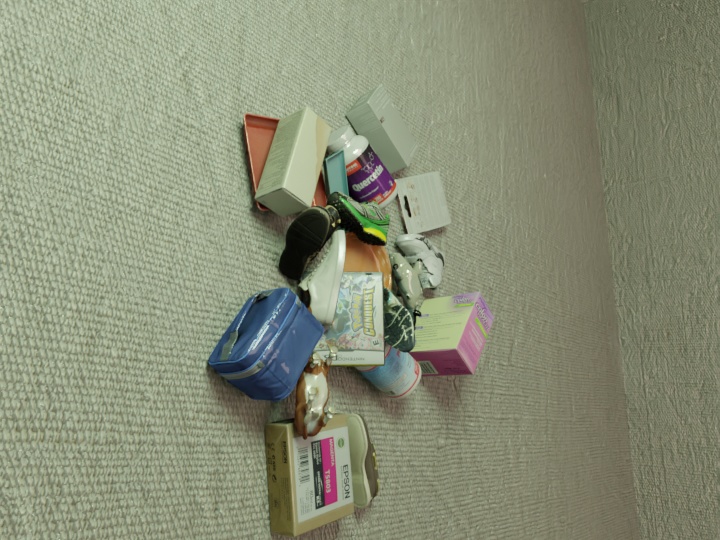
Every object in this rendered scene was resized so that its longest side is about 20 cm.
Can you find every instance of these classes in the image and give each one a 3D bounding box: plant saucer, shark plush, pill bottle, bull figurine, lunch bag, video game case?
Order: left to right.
[{"bbox_3d":[-0.171,0.121,0.976,0.132,0.136,0.200,50,49,-29],"label":"lunch bag"},{"bbox_3d":[-0.164,-0.221,1.142,0.200,0.037,0.201,-6,86,-48],"label":"plant saucer"},{"bbox_3d":[-0.088,0.210,1.004,0.065,0.122,0.201,9,55,-20],"label":"bull figurine"},{"bbox_3d":[-0.052,-0.169,1.214,0.070,0.019,0.201,-43,136,-44],"label":"plant saucer"},{"bbox_3d":[-0.039,0.101,1.129,0.180,0.026,0.201,1,78,-6],"label":"video game case"},{"bbox_3d":[-0.003,-0.238,1.269,0.200,0.112,0.113,51,48,-27],"label":"pill bottle"},{"bbox_3d":[0.000,0.000,1.275,0.200,0.037,0.201,16,69,-46],"label":"plant saucer"},{"bbox_3d":[0.045,0.200,1.223,0.200,0.108,0.109,47,50,-32],"label":"pill bottle"},{"bbox_3d":[0.123,0.050,1.369,0.091,0.083,0.201,-27,100,-32],"label":"shark plush"}]

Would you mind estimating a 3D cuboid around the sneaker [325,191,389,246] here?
[{"bbox_3d":[-0.005,-0.129,1.216,0.200,0.078,0.086,32,65,-48],"label":"sneaker"}]

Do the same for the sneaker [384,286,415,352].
[{"bbox_3d":[0.089,0.114,1.195,0.086,0.078,0.200,38,15,-34],"label":"sneaker"}]

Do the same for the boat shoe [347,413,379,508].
[{"bbox_3d":[0.002,0.404,1.158,0.059,0.072,0.201,-7,90,-55],"label":"boat shoe"}]

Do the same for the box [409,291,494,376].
[{"bbox_3d":[0.225,0.166,1.383,0.097,0.175,0.200,54,46,-25],"label":"box"}]

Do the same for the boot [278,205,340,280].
[{"bbox_3d":[-0.091,-0.086,1.093,0.073,0.200,0.151,31,45,2],"label":"boot"}]

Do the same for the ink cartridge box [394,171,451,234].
[{"bbox_3d":[0.167,-0.187,1.512,0.200,0.050,0.163,-18,96,-41],"label":"ink cartridge box"}]

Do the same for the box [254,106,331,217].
[{"bbox_3d":[-0.134,-0.218,1.078,0.078,0.095,0.201,33,59,-39],"label":"box"}]

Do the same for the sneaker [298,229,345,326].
[{"bbox_3d":[-0.079,0.007,1.095,0.084,0.073,0.201,12,79,-4],"label":"sneaker"}]

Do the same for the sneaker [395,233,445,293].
[{"bbox_3d":[0.163,-0.017,1.432,0.200,0.075,0.115,31,57,-44],"label":"sneaker"}]

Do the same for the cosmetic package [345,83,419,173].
[{"bbox_3d":[0.061,-0.361,1.393,0.200,0.090,0.107,50,45,-24],"label":"cosmetic package"}]

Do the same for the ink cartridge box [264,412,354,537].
[{"bbox_3d":[-0.097,0.389,1.043,0.164,0.075,0.201,4,77,-47],"label":"ink cartridge box"}]
